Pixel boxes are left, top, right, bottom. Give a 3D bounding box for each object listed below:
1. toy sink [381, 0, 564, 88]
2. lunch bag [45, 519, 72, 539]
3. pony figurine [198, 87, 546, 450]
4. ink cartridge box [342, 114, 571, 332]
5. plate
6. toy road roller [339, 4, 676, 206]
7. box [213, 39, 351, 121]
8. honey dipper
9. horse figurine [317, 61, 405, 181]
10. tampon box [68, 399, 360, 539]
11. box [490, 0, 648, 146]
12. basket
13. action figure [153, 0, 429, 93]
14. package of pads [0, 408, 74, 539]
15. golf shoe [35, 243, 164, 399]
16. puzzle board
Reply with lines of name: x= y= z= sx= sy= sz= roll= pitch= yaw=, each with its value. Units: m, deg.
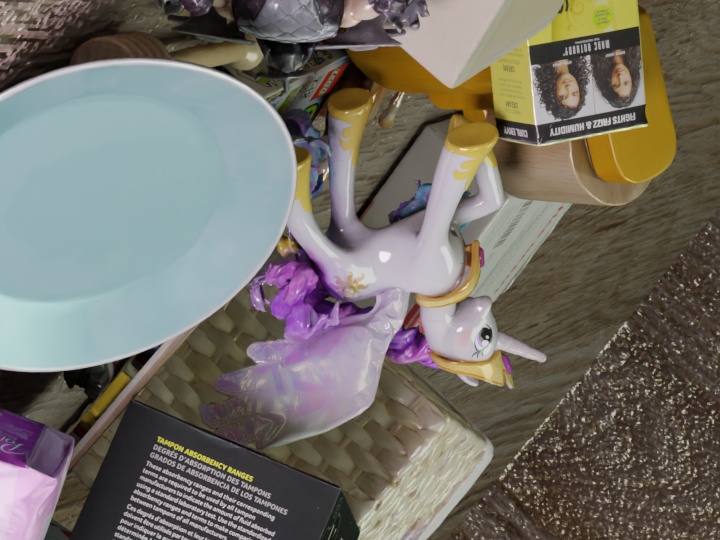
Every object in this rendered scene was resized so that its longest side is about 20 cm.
toy sink: x=0.066 y=-0.214 z=1.451 sx=0.112 sy=0.130 sz=0.200 roll=-35 pitch=161 yaw=-48
lunch bag: x=-0.166 y=0.240 z=1.775 sx=0.124 sy=0.170 sz=0.200 roll=-53 pitch=-161 yaw=13
pony figurine: x=0.000 y=0.000 z=1.648 sx=0.167 sy=0.192 sz=0.201 roll=-93 pitch=175 yaw=-48
ink cartridge box: x=0.074 y=-0.038 z=2.154 sx=0.146 sy=0.085 sz=0.200 roll=-53 pitch=166 yaw=22
plate: x=-0.127 y=-0.030 z=1.404 sx=0.199 sy=0.026 sz=0.201 roll=-14 pitch=138 yaw=-13
toy road roller: x=0.073 y=-0.118 z=1.655 sx=0.146 sy=0.201 sz=0.123 roll=-28 pitch=-160 yaw=-33
box: x=-0.086 y=-0.046 z=1.663 sx=0.110 sy=0.035 sz=0.200 roll=-32 pitch=160 yaw=-55
honey dipper: x=-0.088 y=-0.101 z=1.479 sx=0.038 sy=0.038 sz=0.200 roll=-52 pitch=170 yaw=17
horse figurine: x=0.013 y=-0.115 z=1.762 sx=0.200 sy=0.050 sz=0.133 roll=-42 pitch=171 yaw=-39
tampon box: x=-0.099 y=0.193 z=1.604 sx=0.150 sy=0.126 sz=0.201 roll=77 pitch=37 yaw=-76
box: x=0.102 y=-0.170 z=1.570 sx=0.075 sy=0.201 sz=0.050 roll=-10 pitch=-169 yaw=-25
basket: x=-0.053 y=0.116 z=1.904 sx=0.198 sy=0.200 sz=0.161 roll=-49 pitch=166 yaw=0
action figure: x=-0.031 y=-0.150 z=1.390 sx=0.129 sy=0.070 sz=0.201 roll=-5 pitch=143 yaw=-10
package of pads: x=-0.226 y=0.156 z=1.460 sx=0.076 sy=0.120 sz=0.201 roll=-78 pitch=-172 yaw=-74
golf shoe: x=-0.133 y=-0.018 z=1.535 sx=0.088 sy=0.077 sz=0.200 roll=-63 pitch=-179 yaw=-32
puzzle board: x=-0.143 y=0.079 z=1.665 sx=0.151 sy=0.017 sz=0.200 roll=-49 pitch=-179 yaw=-11
